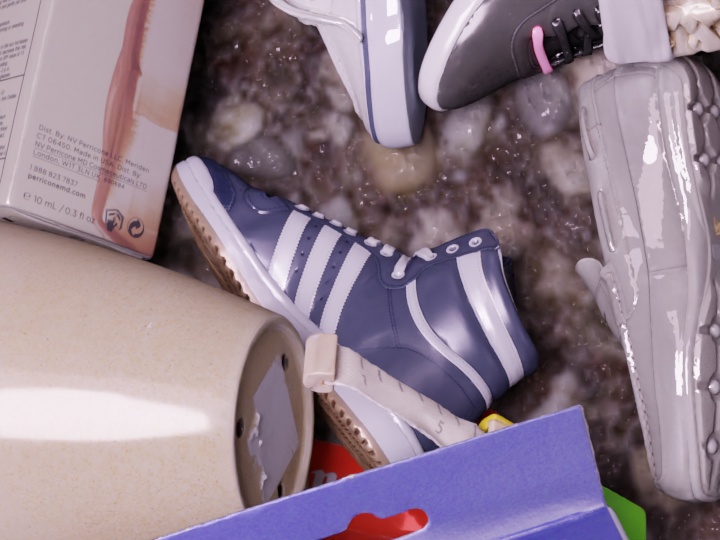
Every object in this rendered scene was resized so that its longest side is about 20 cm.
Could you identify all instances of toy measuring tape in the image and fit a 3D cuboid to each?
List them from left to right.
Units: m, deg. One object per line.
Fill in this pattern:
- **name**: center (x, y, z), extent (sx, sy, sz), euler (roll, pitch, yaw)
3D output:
- **toy measuring tape**: center (0.041, 0.093, 0.794), extent (0.199, 0.073, 0.074), euler (31, 79, -25)

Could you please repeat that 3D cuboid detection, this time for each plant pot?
- **plant pot**: center (-0.127, 0.063, 0.809), extent (0.199, 0.187, 0.189), euler (0, 74, 19)

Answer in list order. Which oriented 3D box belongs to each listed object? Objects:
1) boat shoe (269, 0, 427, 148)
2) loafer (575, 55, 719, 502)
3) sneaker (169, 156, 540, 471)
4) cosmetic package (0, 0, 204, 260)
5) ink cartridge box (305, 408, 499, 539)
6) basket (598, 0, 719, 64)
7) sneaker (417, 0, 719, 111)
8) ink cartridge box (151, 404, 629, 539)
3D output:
- **boat shoe**: center (-0.022, -0.150, 0.874), extent (0.086, 0.203, 0.075), euler (-3, 30, 15)
- **loafer**: center (0.133, 0.004, 0.842), extent (0.069, 0.070, 0.201), euler (-10, 76, 35)
- **sneaker**: center (0.000, 0.000, 0.872), extent (0.108, 0.070, 0.200), euler (-35, 60, -9)
- **cosmetic package**: center (-0.141, -0.108, 0.910), extent (0.103, 0.087, 0.201), euler (-5, 70, 49)
- **ink cartridge box**: center (-0.037, 0.142, 0.849), extent (0.162, 0.057, 0.201), euler (11, 81, 17)
- **basket**: center (0.164, -0.203, 0.792), extent (0.123, 0.136, 0.201), euler (1, 64, 13)
- **sneaker**: center (0.124, -0.122, 0.875), extent (0.200, 0.071, 0.099), euler (-38, 64, -4)
- **ink cartridge box**: center (0.025, 0.179, 0.752), extent (0.196, 0.047, 0.201), euler (-18, 108, -2)
